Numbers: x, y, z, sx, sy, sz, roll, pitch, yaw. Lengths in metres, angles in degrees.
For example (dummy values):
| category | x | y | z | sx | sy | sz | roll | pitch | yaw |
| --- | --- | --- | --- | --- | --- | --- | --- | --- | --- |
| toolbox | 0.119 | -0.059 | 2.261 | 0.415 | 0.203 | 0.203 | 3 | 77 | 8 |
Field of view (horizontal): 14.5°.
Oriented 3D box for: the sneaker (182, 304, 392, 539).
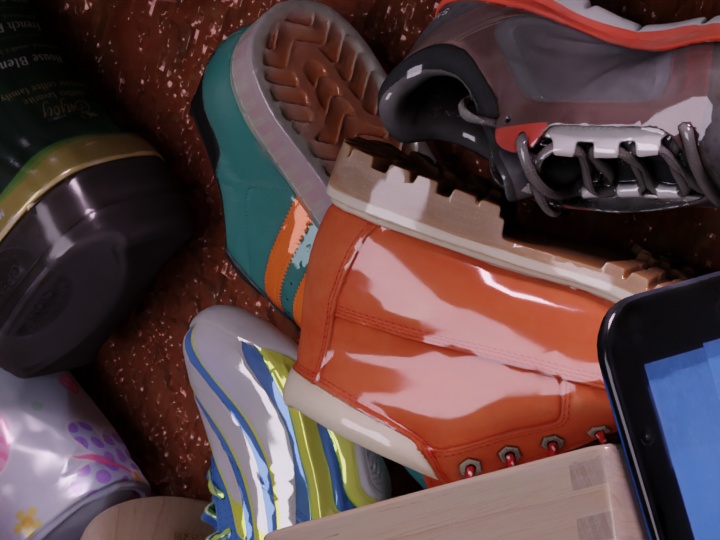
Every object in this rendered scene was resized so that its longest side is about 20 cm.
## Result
| category | x | y | z | sx | sy | sz | roll | pitch | yaw |
| --- | --- | --- | --- | --- | --- | --- | --- | --- | --- |
| sneaker | -0.033 | 0.116 | 1.051 | 0.200 | 0.105 | 0.076 | 60 | 158 | -3 |

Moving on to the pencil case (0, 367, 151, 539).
| category | x | y | z | sx | sy | sz | roll | pitch | yaw |
| --- | --- | --- | --- | --- | --- | --- | --- | --- | --- |
| pencil case | -0.174 | 0.049 | 1.188 | 0.200 | 0.083 | 0.091 | 49 | 120 | 20 |

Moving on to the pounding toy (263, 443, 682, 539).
| category | x | y | z | sx | sy | sz | roll | pitch | yaw |
| --- | --- | --- | --- | --- | --- | --- | --- | --- | --- |
| pounding toy | 0.076 | 0.150 | 0.962 | 0.200 | 0.184 | 0.143 | -19 | 72 | 42 |

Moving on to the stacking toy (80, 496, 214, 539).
| category | x | y | z | sx | sy | sz | roll | pitch | yaw |
| --- | --- | --- | --- | --- | --- | --- | --- | --- | --- |
| stacking toy | -0.083 | 0.197 | 1.151 | 0.085 | 0.085 | 0.201 | 24 | 116 | 32 |

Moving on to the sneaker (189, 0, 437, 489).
| category | x | y | z | sx | sy | sz | roll | pitch | yaw |
| --- | --- | --- | --- | --- | --- | --- | --- | --- | --- |
| sneaker | 0.000 | 0.000 | 1.063 | 0.080 | 0.071 | 0.201 | -30 | 85 | 57 |

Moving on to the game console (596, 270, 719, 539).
| category | x | y | z | sx | sy | sz | roll | pitch | yaw |
| --- | --- | --- | --- | --- | --- | --- | --- | --- | --- |
| game console | 0.189 | 0.081 | 0.867 | 0.170 | 0.118 | 0.201 | -17 | 88 | 20 |

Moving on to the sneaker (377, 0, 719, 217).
| category | x | y | z | sx | sy | sz | roll | pitch | yaw |
| --- | --- | --- | --- | --- | --- | --- | --- | --- | --- |
| sneaker | 0.088 | -0.041 | 0.958 | 0.200 | 0.082 | 0.077 | 19 | 142 | 42 |

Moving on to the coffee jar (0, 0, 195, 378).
| category | x | y | z | sx | sy | sz | roll | pitch | yaw |
| --- | --- | --- | --- | --- | --- | --- | --- | --- | --- |
| coffee jar | -0.155 | -0.058 | 1.154 | 0.200 | 0.085 | 0.104 | 52 | 124 | 18 |

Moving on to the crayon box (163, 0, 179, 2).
| category | x | y | z | sx | sy | sz | roll | pitch | yaw |
| --- | --- | --- | --- | --- | --- | --- | --- | --- | --- |
| crayon box | -0.163 | -0.168 | 1.071 | 0.199 | 0.127 | 0.051 | 14 | 73 | 11 |

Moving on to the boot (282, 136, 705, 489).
| category | x | y | z | sx | sy | sz | roll | pitch | yaw |
| --- | --- | --- | --- | --- | --- | --- | --- | --- | --- |
| boot | 0.070 | 0.038 | 0.975 | 0.199 | 0.075 | 0.108 | 22 | 98 | 12 |
